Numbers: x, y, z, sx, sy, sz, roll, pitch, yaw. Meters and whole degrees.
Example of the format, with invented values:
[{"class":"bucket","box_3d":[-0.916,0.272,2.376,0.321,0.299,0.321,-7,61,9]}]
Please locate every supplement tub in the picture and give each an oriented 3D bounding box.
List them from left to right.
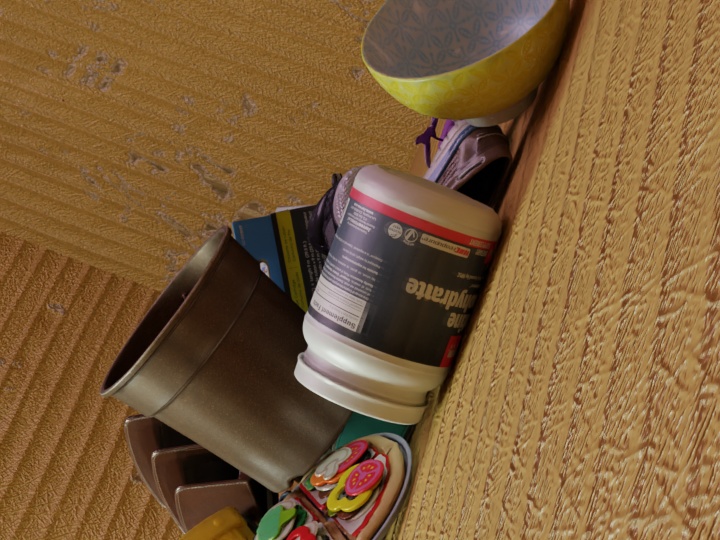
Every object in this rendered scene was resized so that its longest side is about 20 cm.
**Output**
[{"class":"supplement tub","box_3d":[0.031,0.020,1.519,0.140,0.139,0.202,-82,13,-82]}]

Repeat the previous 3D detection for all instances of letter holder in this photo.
[{"class":"letter holder","box_3d":[-0.169,0.235,1.812,0.201,0.141,0.101,78,-175,-54]}]

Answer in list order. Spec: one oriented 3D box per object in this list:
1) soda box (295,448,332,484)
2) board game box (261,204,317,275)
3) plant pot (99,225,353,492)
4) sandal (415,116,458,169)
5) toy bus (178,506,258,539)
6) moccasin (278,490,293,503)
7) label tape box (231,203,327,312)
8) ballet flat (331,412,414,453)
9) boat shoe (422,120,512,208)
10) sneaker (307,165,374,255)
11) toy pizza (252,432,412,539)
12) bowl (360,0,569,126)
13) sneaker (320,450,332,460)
[{"class":"soda box","box_3d":[-0.018,0.143,1.898,0.200,0.064,0.068,-49,-7,-26]},{"class":"board game box","box_3d":[-0.009,-0.008,1.957,0.199,0.103,0.106,-1,59,40]},{"class":"plant pot","box_3d":[-0.113,0.096,1.644,0.201,0.198,0.201,-49,12,14]},{"class":"sandal","box_3d":[0.083,-0.135,1.758,0.203,0.049,0.083,-78,8,-76]},{"class":"toy bus","box_3d":[-0.101,0.366,1.718,0.135,0.192,0.201,-40,-41,-15]},{"class":"moccasin","box_3d":[-0.048,0.282,1.615,0.081,0.068,0.200,-58,22,15]},{"class":"label tape box","box_3d":[-0.026,0.003,1.792,0.063,0.198,0.146,136,123,-83]},{"class":"ballet flat","box_3d":[0.035,0.117,1.681,0.201,0.067,0.064,-64,-8,10]},{"class":"boat shoe","box_3d":[0.083,-0.050,1.644,0.201,0.072,0.073,-66,33,25]},{"class":"sneaker","box_3d":[0.000,0.000,1.650,0.114,0.075,0.202,-171,76,-70]},{"class":"toy pizza","box_3d":[-0.035,0.220,1.551,0.200,0.032,0.201,-38,22,18]},{"class":"bowl","box_3d":[0.111,-0.200,1.588,0.108,0.198,0.201,61,-148,-36]},{"class":"sneaker","box_3d":[-0.046,0.136,1.813,0.201,0.099,0.075,-70,2,-49]}]
